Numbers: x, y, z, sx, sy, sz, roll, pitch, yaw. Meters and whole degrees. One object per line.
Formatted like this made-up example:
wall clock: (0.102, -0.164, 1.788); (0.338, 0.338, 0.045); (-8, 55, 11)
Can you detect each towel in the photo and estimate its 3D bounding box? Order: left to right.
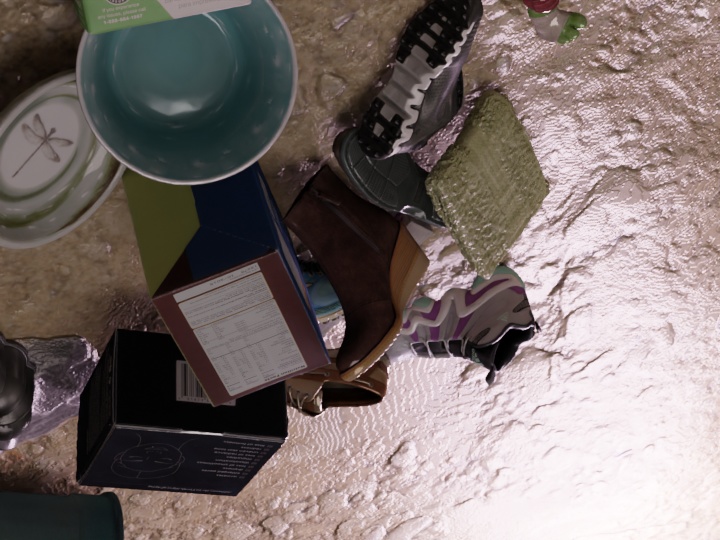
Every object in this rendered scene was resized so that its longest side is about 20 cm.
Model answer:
towel: (0.141, -0.092, 1.714); (0.149, 0.036, 0.200); (-55, 143, -15)

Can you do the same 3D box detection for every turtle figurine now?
turtle figurine: (0.186, -0.311, 1.457); (0.200, 0.144, 0.194); (-28, 144, 14)

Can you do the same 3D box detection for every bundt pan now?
bundt pan: (-0.459, 0.158, 1.749); (0.201, 0.076, 0.202); (-13, 140, -11)

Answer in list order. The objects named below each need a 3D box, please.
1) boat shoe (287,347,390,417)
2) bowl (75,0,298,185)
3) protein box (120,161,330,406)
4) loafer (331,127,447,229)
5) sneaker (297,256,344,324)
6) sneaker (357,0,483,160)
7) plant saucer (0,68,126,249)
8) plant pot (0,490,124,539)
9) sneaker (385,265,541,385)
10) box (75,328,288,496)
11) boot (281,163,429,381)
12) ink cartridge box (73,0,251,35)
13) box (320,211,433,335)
boat shoe: (-0.062, 0.138, 1.885); (0.199, 0.072, 0.076); (-7, 140, 4)
bowl: (-0.166, -0.187, 1.436); (0.200, 0.105, 0.201); (-4, 106, -14)
protein box: (-0.139, -0.008, 1.606); (0.135, 0.199, 0.200); (-20, 140, 1)
loafer: (0.034, -0.097, 1.690); (0.200, 0.063, 0.072); (29, 81, -40)
sneaker: (-0.069, 0.014, 1.744); (0.200, 0.078, 0.090); (-20, 108, 13)
sneaker: (0.075, -0.200, 1.595); (0.090, 0.066, 0.200); (-1, 128, -50)
plant saucer: (-0.304, -0.116, 1.497); (0.200, 0.050, 0.200); (-38, 150, -27)
plant pot: (-0.417, 0.356, 1.910); (0.196, 0.200, 0.200); (14, 129, -25)
sneaker: (0.122, 0.090, 1.874); (0.200, 0.140, 0.078); (-29, 140, 9)
box: (-0.207, 0.167, 1.777); (0.200, 0.124, 0.197); (7, 150, -20)
boot: (-0.024, 0.002, 1.648); (0.166, 0.200, 0.072); (40, 142, -14)
ink cartridge box: (-0.180, -0.314, 1.286); (0.146, 0.084, 0.200); (-13, 118, -11)
box: (0.000, 0.000, 1.800); (0.041, 0.039, 0.200); (22, 124, -40)
